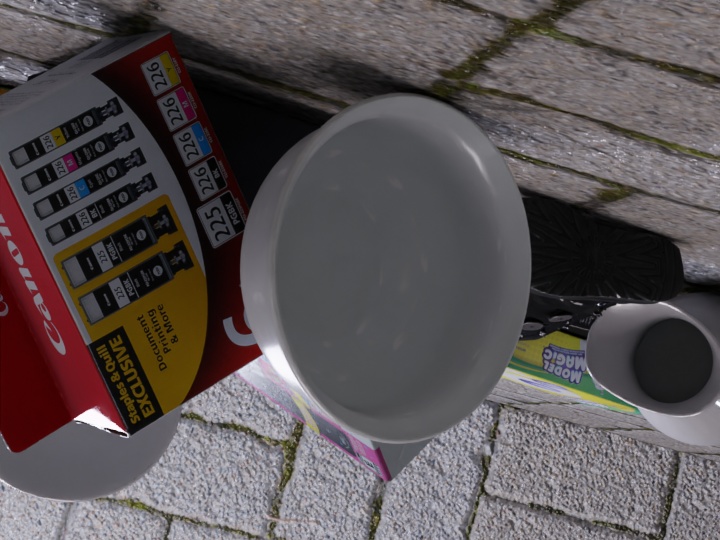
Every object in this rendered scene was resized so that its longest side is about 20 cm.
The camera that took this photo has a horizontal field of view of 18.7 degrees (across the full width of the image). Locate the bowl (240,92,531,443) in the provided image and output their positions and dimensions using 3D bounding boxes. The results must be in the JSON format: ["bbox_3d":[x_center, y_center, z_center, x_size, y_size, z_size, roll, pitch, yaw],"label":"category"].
[{"bbox_3d":[-0.001,-0.002,1.274,0.201,0.201,0.090,20,168,-40],"label":"bowl"}]

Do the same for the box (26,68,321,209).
[{"bbox_3d":[-0.125,-0.056,1.456,0.198,0.123,0.200,16,175,-21],"label":"box"}]

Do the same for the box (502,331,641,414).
[{"bbox_3d":[0.167,0.080,1.863,0.200,0.048,0.117,17,174,-27],"label":"box"}]

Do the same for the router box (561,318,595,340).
[{"bbox_3d":[0.145,0.023,1.864,0.157,0.052,0.200,16,174,-11],"label":"router box"}]

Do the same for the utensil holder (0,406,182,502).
[{"bbox_3d":[-0.207,0.066,1.591,0.170,0.170,0.200,16,-171,-9],"label":"utensil holder"}]

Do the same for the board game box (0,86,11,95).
[{"bbox_3d":[-0.257,-0.118,1.672,0.200,0.030,0.096,11,173,11],"label":"board game box"}]

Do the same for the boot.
[{"bbox_3d":[0.114,0.005,1.593,0.165,0.066,0.200,17,165,-24],"label":"boot"}]

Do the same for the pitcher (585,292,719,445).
[{"bbox_3d":[0.279,0.087,1.694,0.171,0.121,0.200,32,-173,23],"label":"pitcher"}]

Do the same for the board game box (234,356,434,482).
[{"bbox_3d":[-0.044,0.057,1.671,0.200,0.064,0.148,34,158,34],"label":"board game box"}]

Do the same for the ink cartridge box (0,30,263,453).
[{"bbox_3d":[-0.157,-0.012,1.277,0.175,0.200,0.084,-32,-162,-26],"label":"ink cartridge box"}]
